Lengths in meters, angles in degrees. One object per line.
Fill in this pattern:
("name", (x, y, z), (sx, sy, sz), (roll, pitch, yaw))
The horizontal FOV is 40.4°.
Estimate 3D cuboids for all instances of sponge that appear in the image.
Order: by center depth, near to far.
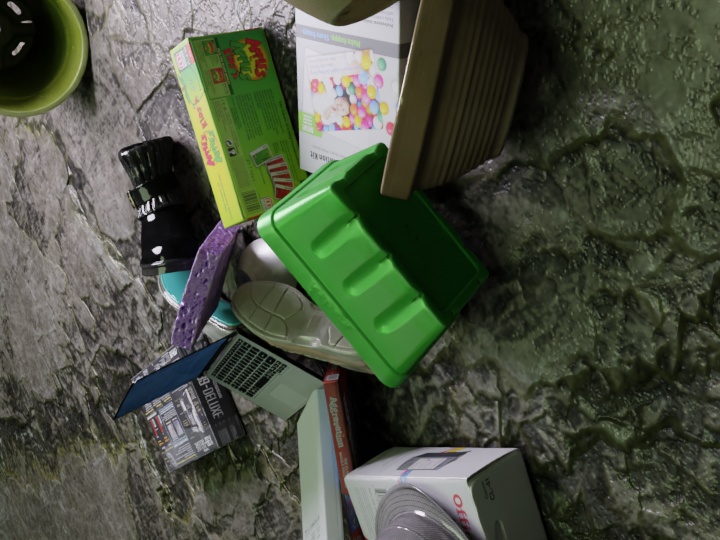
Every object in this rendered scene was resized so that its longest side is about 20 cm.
("sponge", (-0.180, 0.012, 1.153), (0.200, 0.029, 0.113), (-93, 20, -78))

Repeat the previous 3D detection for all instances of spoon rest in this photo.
("spoon rest", (-0.102, -0.009, 1.163), (0.100, 0.060, 0.200), (58, 154, 13))

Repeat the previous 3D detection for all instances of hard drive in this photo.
("hard drive", (-0.047, 0.255, 1.128), (0.132, 0.026, 0.203), (116, 151, -61))

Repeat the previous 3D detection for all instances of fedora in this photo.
("fedora", (0.051, 0.316, 0.932), (0.201, 0.090, 0.178), (52, 140, 19))

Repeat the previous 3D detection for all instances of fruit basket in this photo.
("fruit basket", (0.000, 0.000, 0.939), (0.213, 0.155, 0.218), (22, 133, 25))

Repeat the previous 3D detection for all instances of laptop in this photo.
("laptop", (-0.167, 0.154, 1.154), (0.198, 0.117, 0.187), (30, 152, -8))

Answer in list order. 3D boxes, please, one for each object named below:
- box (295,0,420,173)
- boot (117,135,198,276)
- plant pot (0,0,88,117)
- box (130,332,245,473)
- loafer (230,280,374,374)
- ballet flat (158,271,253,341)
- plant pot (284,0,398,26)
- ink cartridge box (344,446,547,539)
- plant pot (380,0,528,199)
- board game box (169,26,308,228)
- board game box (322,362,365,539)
("box", (-0.002, -0.184, 0.966), (0.155, 0.041, 0.203), (24, 124, 43))
("boot", (-0.258, -0.085, 1.250), (0.211, 0.078, 0.161), (-141, 42, -69))
("plant pot", (-0.526, -0.348, 1.456), (0.190, 0.197, 0.203), (35, 131, 55))
("box", (-0.258, 0.199, 1.440), (0.199, 0.049, 0.160), (-35, 78, 52))
("loafer", (-0.060, 0.071, 1.096), (0.197, 0.072, 0.063), (17, 146, 28))
("ballet flat", (-0.208, 0.058, 1.307), (0.199, 0.067, 0.065), (30, 134, 41))
("plant pot", (-0.012, -0.287, 0.814), (0.199, 0.199, 0.136), (-28, 90, 52))
("ink cartridge box", (0.090, 0.263, 1.003), (0.199, 0.085, 0.150), (-12, 97, 51))
("plant pot", (0.080, -0.151, 0.798), (0.091, 0.202, 0.203), (14, 125, 2))
("board game box", (-0.130, -0.159, 1.085), (0.047, 0.101, 0.203), (-14, 94, 52))
("board game box", (-0.013, 0.204, 1.109), (0.019, 0.103, 0.204), (-8, 103, 6))
